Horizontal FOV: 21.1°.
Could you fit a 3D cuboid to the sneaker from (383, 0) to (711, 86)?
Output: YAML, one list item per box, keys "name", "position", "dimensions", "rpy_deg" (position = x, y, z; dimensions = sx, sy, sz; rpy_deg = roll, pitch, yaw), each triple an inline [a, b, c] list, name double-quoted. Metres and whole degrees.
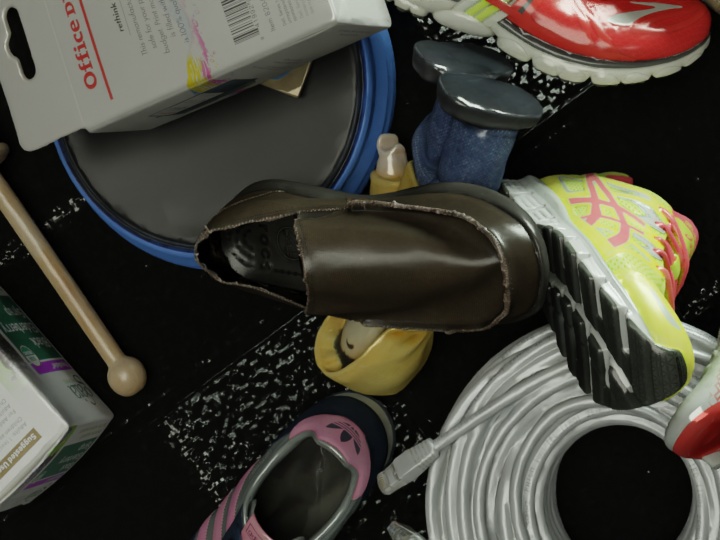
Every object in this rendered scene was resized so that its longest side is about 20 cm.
- name: "sneaker"
  position: [0.088, -0.157, 0.982]
  dimensions: [0.198, 0.077, 0.085]
  rpy_deg: [18, 126, 2]

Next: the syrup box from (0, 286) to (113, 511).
- name: "syrup box"
  position: [-0.238, 0.039, 1.085]
  dimensions: [0.081, 0.079, 0.200]
  rpy_deg: [-45, 82, 9]

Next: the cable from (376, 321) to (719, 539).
- name: "cable"
  position: [0.135, 0.122, 1.013]
  dimensions: [0.200, 0.069, 0.200]
  rpy_deg: [-44, 83, 8]

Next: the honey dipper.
- name: "honey dipper"
  position: [-0.184, -0.013, 1.097]
  dimensions: [0.038, 0.038, 0.201]
  rpy_deg: [-35, 88, 11]

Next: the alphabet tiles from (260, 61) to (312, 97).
- name: "alphabet tiles"
  position: [-0.094, -0.207, 1.045]
  dimensions: [0.198, 0.008, 0.169]
  rpy_deg: [22, 96, 11]

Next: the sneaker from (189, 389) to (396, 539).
- name: "sneaker"
  position: [-0.059, 0.151, 1.047]
  dimensions: [0.070, 0.082, 0.201]
  rpy_deg: [35, 101, 7]

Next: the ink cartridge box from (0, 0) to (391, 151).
- name: "ink cartridge box"
  position: [-0.097, -0.145, 0.997]
  dimensions: [0.199, 0.067, 0.118]
  rpy_deg: [-19, 87, 26]

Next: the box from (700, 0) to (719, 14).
- name: "box"
  position: [0.166, -0.203, 0.991]
  dimensions: [0.200, 0.078, 0.095]
  rpy_deg: [39, 98, 9]

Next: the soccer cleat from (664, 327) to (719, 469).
- name: "soccer cleat"
  position: [0.204, 0.027, 0.953]
  dimensions: [0.085, 0.199, 0.069]
  rpy_deg: [48, 145, 17]

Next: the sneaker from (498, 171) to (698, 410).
- name: "sneaker"
  position: [0.132, -0.004, 0.957]
  dimensions: [0.089, 0.200, 0.079]
  rpy_deg: [-12, 120, -8]

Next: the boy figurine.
- name: "boy figurine"
  position: [0.029, -0.022, 1.014]
  dimensions: [0.064, 0.125, 0.201]
  rpy_deg: [4, 127, -27]

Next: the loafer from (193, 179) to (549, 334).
- name: "loafer"
  position: [0.000, 0.000, 0.946]
  dimensions: [0.199, 0.071, 0.074]
  rpy_deg: [3, 111, 37]

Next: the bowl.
- name: "bowl"
  position: [-0.081, -0.101, 1.068]
  dimensions: [0.198, 0.039, 0.203]
  rpy_deg: [0, 92, 12]
